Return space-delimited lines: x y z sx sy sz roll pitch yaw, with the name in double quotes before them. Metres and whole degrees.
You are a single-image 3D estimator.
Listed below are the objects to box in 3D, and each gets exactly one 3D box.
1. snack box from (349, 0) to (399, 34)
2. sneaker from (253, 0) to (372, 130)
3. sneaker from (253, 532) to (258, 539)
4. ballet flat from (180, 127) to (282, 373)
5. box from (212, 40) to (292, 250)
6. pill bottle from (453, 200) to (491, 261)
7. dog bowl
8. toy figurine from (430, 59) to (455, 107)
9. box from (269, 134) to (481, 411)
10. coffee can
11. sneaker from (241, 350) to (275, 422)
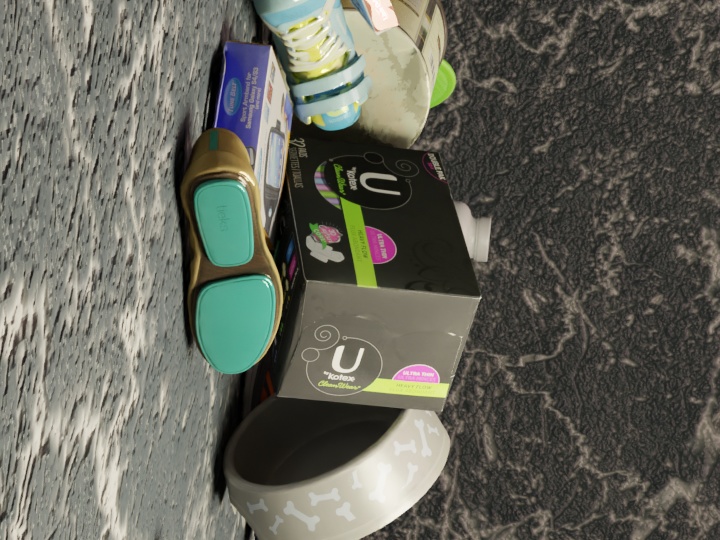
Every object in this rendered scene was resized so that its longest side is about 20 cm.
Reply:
"snack box" -0.022 -0.284 1.357 0.201 0.024 0.072 66 -5 -35
"sneaker" -0.034 -0.177 1.375 0.200 0.079 0.132 -34 107 -83
"sneaker" -0.058 0.196 1.710 0.077 0.084 0.202 90 8 -51
"ballet flat" -0.089 -0.014 1.206 0.201 0.068 0.063 93 -9 -45
"box" -0.084 -0.093 1.317 0.200 0.041 0.121 83 13 -80
"pill bottle" 0.104 -0.058 2.724 0.111 0.197 0.112 6 90 -86
"dog bowl" -0.026 0.150 1.454 0.201 0.198 0.059 -77 146 -59
"toy figurine" 0.010 -0.106 1.778 0.200 0.149 0.186 -35 -132 57
"box" 0.000 0.000 1.432 0.201 0.147 0.125 -103 -157 -51
"coffee can" 0.001 -0.193 1.591 0.200 0.144 0.148 -73 168 -66
"sneaker" -0.044 0.085 1.559 0.078 0.111 0.202 -69 168 -74
